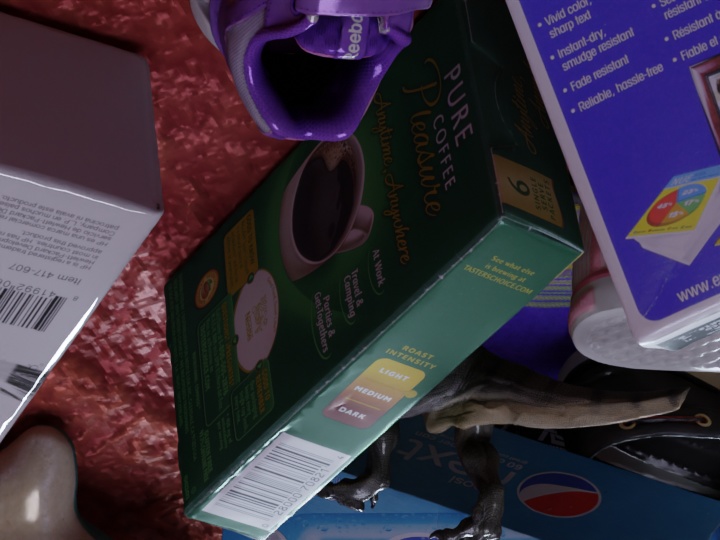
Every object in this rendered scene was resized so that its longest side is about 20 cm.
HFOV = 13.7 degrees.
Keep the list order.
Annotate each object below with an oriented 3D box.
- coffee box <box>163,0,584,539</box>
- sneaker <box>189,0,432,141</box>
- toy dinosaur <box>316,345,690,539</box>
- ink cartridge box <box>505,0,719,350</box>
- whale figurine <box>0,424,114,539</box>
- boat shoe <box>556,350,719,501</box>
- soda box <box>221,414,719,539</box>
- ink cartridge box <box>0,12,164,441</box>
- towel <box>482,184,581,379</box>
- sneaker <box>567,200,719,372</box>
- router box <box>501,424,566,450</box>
[{"bbox_3d":[0.000,0.000,1.128,0.044,0.123,0.200,22,129,-30],"label":"coffee box"},{"bbox_3d":[-0.004,-0.120,1.013,0.080,0.089,0.200,5,137,-15],"label":"sneaker"},{"bbox_3d":[0.031,0.058,1.147,0.047,0.200,0.088,21,89,-46],"label":"toy dinosaur"},{"bbox_3d":[0.151,-0.101,1.008,0.198,0.200,0.043,-25,166,18],"label":"ink cartridge box"},{"bbox_3d":[-0.119,0.161,1.302,0.159,0.104,0.200,-23,98,15],"label":"whale figurine"},{"bbox_3d":[0.176,0.089,1.254,0.201,0.063,0.074,17,132,-16],"label":"boat shoe"},{"bbox_3d":[0.045,0.106,1.206,0.200,0.068,0.064,17,121,25],"label":"soda box"},{"bbox_3d":[-0.182,-0.006,1.112,0.146,0.084,0.200,16,135,-27],"label":"ink cartridge box"},{"bbox_3d":[0.097,0.017,1.244,0.200,0.023,0.144,5,139,-17],"label":"towel"},{"bbox_3d":[0.176,-0.010,1.156,0.200,0.105,0.075,7,148,-11],"label":"sneaker"},{"bbox_3d":[0.119,0.141,1.344,0.200,0.062,0.150,14,143,-24],"label":"router box"}]
